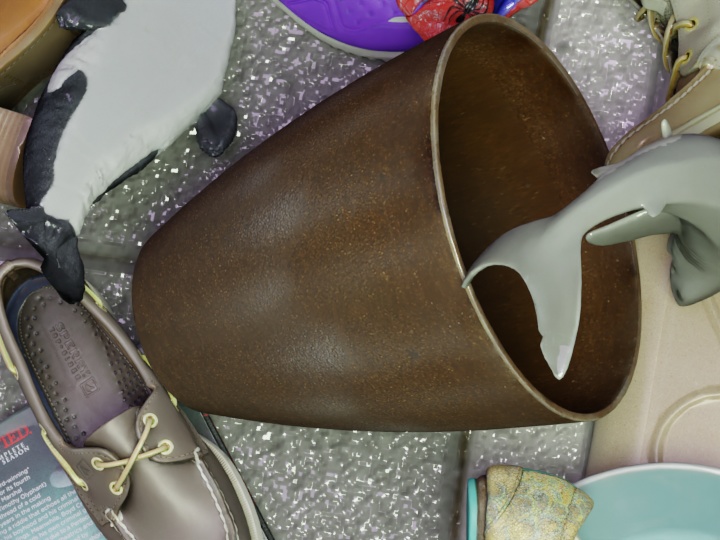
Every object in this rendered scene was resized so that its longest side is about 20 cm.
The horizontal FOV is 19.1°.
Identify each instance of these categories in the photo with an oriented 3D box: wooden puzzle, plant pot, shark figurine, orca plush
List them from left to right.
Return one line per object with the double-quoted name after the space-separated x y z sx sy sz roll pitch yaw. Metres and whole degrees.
-0.124 -0.066 1.072 0.105 0.071 0.200 25 55 -20 "orca plush"
0.000 0.000 0.995 0.200 0.187 0.187 -17 72 30 "plant pot"
0.144 -0.017 0.885 0.090 0.214 0.128 45 113 23 "shark figurine"
0.214 0.057 1.005 0.200 0.046 0.185 8 77 17 "wooden puzzle"

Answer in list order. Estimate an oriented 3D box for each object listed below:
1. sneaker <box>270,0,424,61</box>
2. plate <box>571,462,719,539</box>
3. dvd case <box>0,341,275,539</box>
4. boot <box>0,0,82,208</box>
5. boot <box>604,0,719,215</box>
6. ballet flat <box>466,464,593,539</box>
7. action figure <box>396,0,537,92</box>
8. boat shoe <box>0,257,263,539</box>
-0.039 -0.174 1.076 0.200 0.100 0.070 30 85 17 "sneaker"
0.144 0.184 0.971 0.200 0.026 0.200 2 96 17 "plate"
-0.114 0.149 1.051 0.146 0.022 0.200 -31 74 2 "dvd case"
-0.209 -0.141 1.117 0.155 0.074 0.200 19 78 19 "boot"
0.149 -0.120 1.020 0.200 0.072 0.155 -35 68 -29 "boot"
0.071 0.187 0.950 0.071 0.071 0.200 6 96 12 "ballet flat"
0.075 -0.178 1.018 0.065 0.099 0.200 24 80 -26 "action figure"
-0.116 0.078 1.028 0.072 0.060 0.200 -34 71 0 "boat shoe"
